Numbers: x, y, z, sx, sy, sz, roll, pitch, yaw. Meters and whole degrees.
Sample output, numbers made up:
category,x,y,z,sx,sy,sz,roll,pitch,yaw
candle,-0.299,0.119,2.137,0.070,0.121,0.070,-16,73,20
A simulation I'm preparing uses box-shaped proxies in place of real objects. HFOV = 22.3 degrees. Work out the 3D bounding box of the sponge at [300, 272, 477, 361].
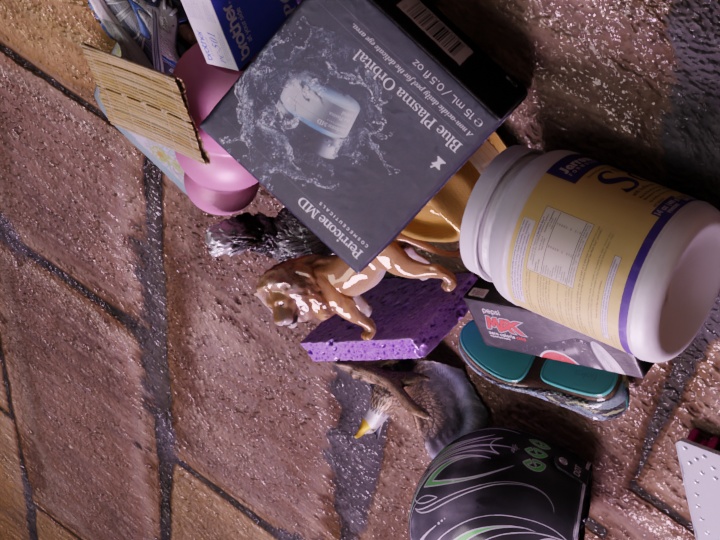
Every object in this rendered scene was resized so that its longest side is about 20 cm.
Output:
category,x,y,z,sx,sy,sz,roll,pitch,yaw
sponge,0.032,0.050,1.923,0.200,0.112,0.030,-6,124,54

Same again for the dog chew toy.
category,x,y,z,sx,sy,sz,roll,pitch,yaw
dog chew toy,-0.135,-0.139,1.842,0.124,0.125,0.200,31,136,20

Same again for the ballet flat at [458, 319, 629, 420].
category,x,y,z,sx,sy,sz,roll,pitch,yaw
ballet flat,0.188,0.106,1.858,0.200,0.074,0.074,23,146,38

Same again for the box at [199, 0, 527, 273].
category,x,y,z,sx,sy,sz,roll,pitch,yaw
box,0.004,-0.142,1.604,0.197,0.117,0.200,43,115,0

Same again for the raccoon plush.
category,x,y,z,sx,sy,sz,roll,pitch,yaw
raccoon plush,-0.039,-0.030,1.848,0.134,0.200,0.097,-11,95,57

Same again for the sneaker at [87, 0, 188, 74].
category,x,y,z,sx,sy,sz,roll,pitch,yaw
sneaker,-0.221,-0.262,1.865,0.200,0.085,0.077,63,-175,-11

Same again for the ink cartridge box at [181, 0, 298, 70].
category,x,y,z,sx,sy,sz,roll,pitch,yaw
ink cartridge box,-0.124,-0.284,1.597,0.044,0.094,0.200,17,142,38

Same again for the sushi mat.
category,x,y,z,sx,sy,sz,roll,pitch,yaw
sushi mat,-0.214,-0.167,1.812,0.200,0.012,0.096,25,138,51

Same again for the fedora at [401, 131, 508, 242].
category,x,y,z,sx,sy,sz,roll,pitch,yaw
fedora,0.065,-0.084,1.731,0.200,0.082,0.201,31,150,20

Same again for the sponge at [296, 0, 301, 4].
category,x,y,z,sx,sy,sz,roll,pitch,yaw
sponge,-0.075,-0.317,1.635,0.111,0.030,0.200,38,151,10

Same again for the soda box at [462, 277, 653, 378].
category,x,y,z,sx,sy,sz,roll,pitch,yaw
soda box,0.199,0.044,1.758,0.200,0.063,0.071,11,138,45

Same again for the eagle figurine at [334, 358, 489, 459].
category,x,y,z,sx,sy,sz,roll,pitch,yaw
eagle figurine,0.048,0.135,2.036,0.200,0.151,0.152,35,-144,-62

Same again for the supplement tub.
category,x,y,z,sx,sy,sz,roll,pitch,yaw
supplement tub,0.202,-0.020,1.585,0.200,0.145,0.146,24,146,30

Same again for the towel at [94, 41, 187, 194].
category,x,y,z,sx,sy,sz,roll,pitch,yaw
towel,-0.196,-0.170,1.984,0.200,0.048,0.171,44,148,-1

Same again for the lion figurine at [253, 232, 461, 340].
category,x,y,z,sx,sy,sz,roll,pitch,yaw
lion figurine,0.000,0.000,1.801,0.200,0.073,0.122,-36,120,24

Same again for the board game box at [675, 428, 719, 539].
category,x,y,z,sx,sy,sz,roll,pitch,yaw
board game box,0.417,0.257,1.810,0.200,0.026,0.200,19,144,37

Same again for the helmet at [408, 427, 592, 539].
category,x,y,z,sx,sy,sz,roll,pitch,yaw
helmet,0.147,0.267,1.975,0.190,0.200,0.200,8,142,11
